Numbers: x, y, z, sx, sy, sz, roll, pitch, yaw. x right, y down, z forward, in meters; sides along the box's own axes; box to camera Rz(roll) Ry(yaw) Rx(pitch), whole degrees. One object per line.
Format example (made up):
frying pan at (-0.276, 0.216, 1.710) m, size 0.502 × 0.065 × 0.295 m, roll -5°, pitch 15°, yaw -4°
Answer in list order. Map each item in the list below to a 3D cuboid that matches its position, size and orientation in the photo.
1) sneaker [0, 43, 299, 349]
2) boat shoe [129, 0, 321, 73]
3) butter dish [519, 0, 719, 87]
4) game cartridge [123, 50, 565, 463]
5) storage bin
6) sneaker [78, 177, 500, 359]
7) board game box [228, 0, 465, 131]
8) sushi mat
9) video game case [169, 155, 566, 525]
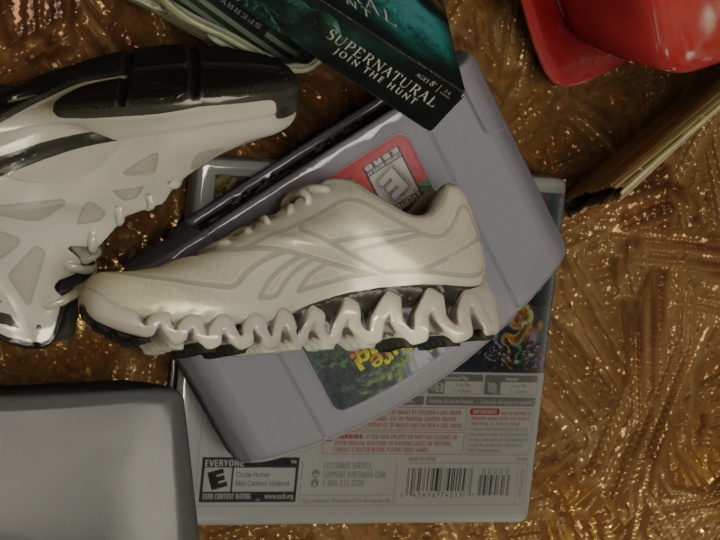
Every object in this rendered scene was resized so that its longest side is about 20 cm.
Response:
sneaker at (-0.119, -0.032, 1.043) m, size 0.200 × 0.076 × 0.115 m, roll -11°, pitch 114°, yaw 2°
boat shoe at (-0.094, -0.154, 1.043) m, size 0.200 × 0.062 × 0.072 m, roll 29°, pitch 88°, yaw -26°
butter dish at (0.178, -0.178, 1.088) m, size 0.199 × 0.148 × 0.200 m, roll -31°, pitch 133°, yaw -12°
game cartridge at (0.000, 0.000, 1.106) m, size 0.200 × 0.041 × 0.133 m, roll -34°, pitch 115°, yaw -13°
storage bin at (-0.161, 0.121, 1.036) m, size 0.200 × 0.146 × 0.134 m, roll -3°, pitch 91°, yaw -23°
sneaker at (-0.033, 0.000, 1.042) m, size 0.200 × 0.075 × 0.081 m, roll -3°, pitch 88°, yaw -24°
board game box at (-0.043, -0.156, 1.028) m, size 0.200 × 0.135 × 0.028 m, roll 31°, pitch 118°, yaw -26°
sushi mat at (0.187, -0.097, 1.159) m, size 0.200 × 0.096 × 0.012 m, roll -40°, pitch 94°, yaw -11°
video game case at (0.002, 0.037, 1.146) m, size 0.200 × 0.023 × 0.182 m, roll 2°, pitch 100°, yaw -23°
